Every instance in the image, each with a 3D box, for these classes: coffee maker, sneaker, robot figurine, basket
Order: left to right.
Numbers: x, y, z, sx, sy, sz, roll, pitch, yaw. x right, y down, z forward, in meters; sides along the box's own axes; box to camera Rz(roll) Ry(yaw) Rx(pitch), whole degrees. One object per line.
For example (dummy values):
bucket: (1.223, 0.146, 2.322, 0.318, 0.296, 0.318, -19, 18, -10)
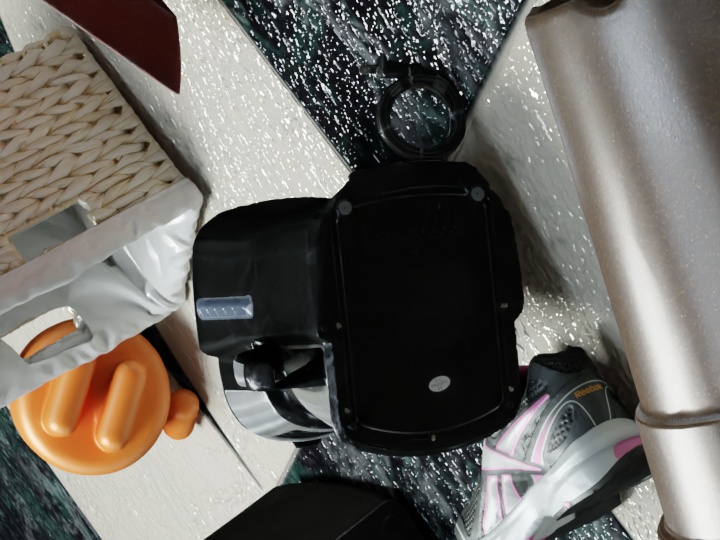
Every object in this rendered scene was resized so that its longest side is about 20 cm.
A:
basket: (-0.232, -0.024, 1.758, 0.161, 0.197, 0.200, 55, 159, 15)
robot figurine: (-0.200, 0.093, 1.937, 0.200, 0.143, 0.117, 176, 72, -79)
coffee maker: (0.000, 0.000, 1.395, 0.134, 0.194, 0.200, 19, 173, -21)
sneaker: (0.097, 0.094, 1.393, 0.087, 0.080, 0.200, 65, 153, 13)

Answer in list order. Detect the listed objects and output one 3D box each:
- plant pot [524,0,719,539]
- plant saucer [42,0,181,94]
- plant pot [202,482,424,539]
plant pot: (0.162, -0.028, 0.925, 0.199, 0.199, 0.200, 67, 158, -5)
plant saucer: (-0.194, -0.200, 1.501, 0.200, 0.037, 0.200, 34, -171, -34)
plant pot: (-0.027, 0.255, 1.728, 0.200, 0.200, 0.177, 58, 146, -2)
